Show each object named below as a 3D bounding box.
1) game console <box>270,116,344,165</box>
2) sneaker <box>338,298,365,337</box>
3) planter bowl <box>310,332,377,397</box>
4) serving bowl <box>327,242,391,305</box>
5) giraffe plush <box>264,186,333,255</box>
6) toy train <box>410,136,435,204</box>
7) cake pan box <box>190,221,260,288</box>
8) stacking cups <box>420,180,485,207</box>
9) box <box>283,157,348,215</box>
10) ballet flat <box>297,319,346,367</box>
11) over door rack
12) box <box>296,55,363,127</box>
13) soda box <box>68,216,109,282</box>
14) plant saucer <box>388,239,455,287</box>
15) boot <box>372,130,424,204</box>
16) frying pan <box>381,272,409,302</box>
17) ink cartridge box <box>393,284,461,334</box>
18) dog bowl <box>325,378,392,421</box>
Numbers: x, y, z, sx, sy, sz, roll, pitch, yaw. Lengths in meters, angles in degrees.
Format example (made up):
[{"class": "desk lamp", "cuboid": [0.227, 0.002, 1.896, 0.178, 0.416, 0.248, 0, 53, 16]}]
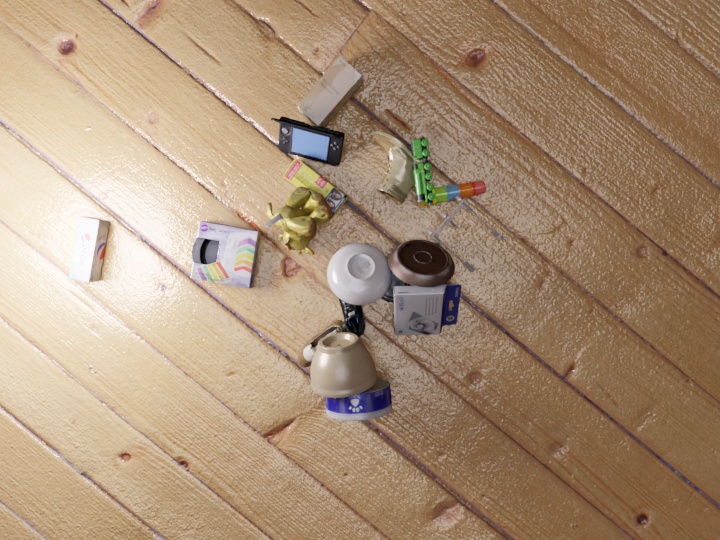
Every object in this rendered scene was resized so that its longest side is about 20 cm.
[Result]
[{"class": "game console", "cuboid": [-0.157, -0.374, 1.532, 0.199, 0.117, 0.176, 16, 137, 1]}, {"class": "sneaker", "cuboid": [-0.026, 0.108, 1.595, 0.073, 0.112, 0.201, -17, 92, 2]}, {"class": "planter bowl", "cuboid": [-0.056, 0.264, 1.533, 0.199, 0.200, 0.135, -6, 105, 2]}, {"class": "serving bowl", "cuboid": [0.000, 0.000, 1.572, 0.199, 0.066, 0.201, 2, 67, -5]}, {"class": "giraffe plush", "cuboid": [-0.183, -0.127, 1.571, 0.200, 0.162, 0.173, -24, 55, -13]}, {"class": "toy train", "cuboid": [0.182, -0.293, 1.543, 0.056, 0.042, 0.201, -6, 90, -3]}, {"class": "cake pan box", "cuboid": [-0.423, -0.050, 1.633, 0.199, 0.052, 0.185, 11, 91, 1]}, {"class": "stacking cups", "cuboid": [0.280, -0.238, 1.599, 0.199, 0.061, 0.061, -10, 93, -3]}, {"class": "box", "cuboid": [-0.137, -0.257, 1.610, 0.200, 0.050, 0.075, 39, 95, 0]}, {"class": "ballet flat", "cuboid": [-0.123, 0.232, 1.625, 0.200, 0.072, 0.068, -39, 91, 4]}, {"class": "over door rack", "cuboid": [0.315, -0.112, 1.596, 0.200, 0.067, 0.148, 39, 99, -13]}, {"class": "box", "cuboid": [-0.091, -0.533, 1.579, 0.095, 0.078, 0.200, 41, 94, -1]}, {"class": "soda box", "cuboid": [-0.851, -0.066, 1.641, 0.068, 0.063, 0.201, 11, 93, 3]}, {"class": "plant saucer", "cuboid": [0.184, -0.030, 1.549, 0.199, 0.201, 0.032, 8, 134, 2]}, {"class": "boot", "cuboid": [0.089, -0.313, 1.586, 0.200, 0.073, 0.156, 37, 89, -6]}, {"class": "frying pan", "cuboid": [0.072, 0.019, 1.631, 0.190, 0.031, 0.115, 40, 92, -3]}, {"class": "ink cartridge box", "cuboid": [0.199, 0.121, 1.563, 0.199, 0.041, 0.200, -3, 137, 3]}, {"class": "dog bowl", "cuboid": [-0.006, 0.383, 1.565, 0.199, 0.200, 0.079, -5, 91, 2]}]
